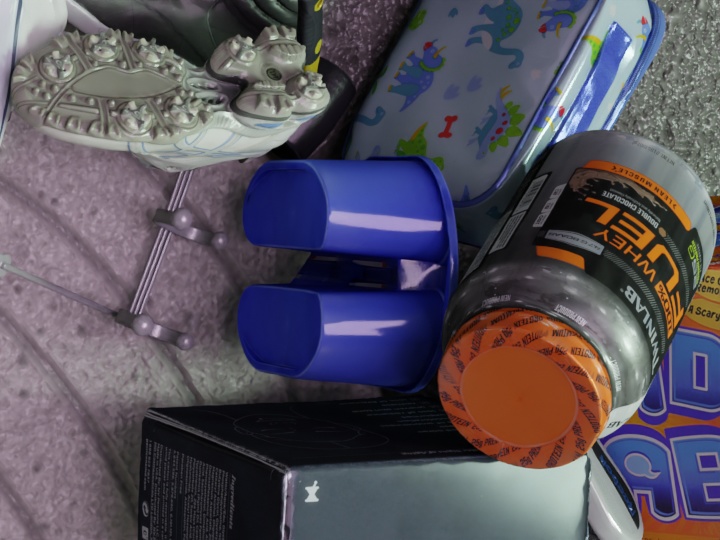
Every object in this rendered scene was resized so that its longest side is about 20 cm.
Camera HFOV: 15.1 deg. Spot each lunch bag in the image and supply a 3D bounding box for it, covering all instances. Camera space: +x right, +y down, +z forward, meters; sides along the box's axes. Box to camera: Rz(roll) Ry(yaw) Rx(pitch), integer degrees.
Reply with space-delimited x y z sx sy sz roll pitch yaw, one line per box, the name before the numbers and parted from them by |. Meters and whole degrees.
lunch bag | 0.091 -0.111 1.712 0.082 0.161 0.200 39 74 -40

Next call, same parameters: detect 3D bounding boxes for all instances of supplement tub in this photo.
supplement tub | 0.122 0.017 1.548 0.123 0.122 0.200 59 36 -21

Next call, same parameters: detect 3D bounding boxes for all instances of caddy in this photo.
caddy | 0.000 0.000 1.629 0.105 0.200 0.142 4 91 -21

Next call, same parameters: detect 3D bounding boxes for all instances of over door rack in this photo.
over door rack | -0.142 -0.043 1.615 0.200 0.067 0.148 26 81 -51

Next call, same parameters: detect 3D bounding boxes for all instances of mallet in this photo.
mallet | -0.026 -0.135 1.645 0.041 0.200 0.066 34 65 10

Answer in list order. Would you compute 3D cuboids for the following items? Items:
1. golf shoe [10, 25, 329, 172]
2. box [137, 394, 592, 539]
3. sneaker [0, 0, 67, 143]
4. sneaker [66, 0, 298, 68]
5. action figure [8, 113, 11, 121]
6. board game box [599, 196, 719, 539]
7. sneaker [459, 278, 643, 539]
golf shoe | -0.116 -0.083 1.539 0.200 0.097 0.078 -2 56 -35
box | -0.002 0.149 1.586 0.200 0.197 0.124 -1 96 -28
sneaker | -0.199 -0.127 1.515 0.071 0.073 0.200 8 99 -45
sneaker | -0.114 -0.178 1.626 0.200 0.071 0.099 24 114 -35
action figure | -0.303 -0.091 1.558 0.193 0.105 0.200 -22 135 -20
board game box | 0.231 0.069 1.760 0.200 0.200 0.200 -21 106 -46
sneaker | 0.083 0.105 1.695 0.200 0.112 0.073 63 23 4
